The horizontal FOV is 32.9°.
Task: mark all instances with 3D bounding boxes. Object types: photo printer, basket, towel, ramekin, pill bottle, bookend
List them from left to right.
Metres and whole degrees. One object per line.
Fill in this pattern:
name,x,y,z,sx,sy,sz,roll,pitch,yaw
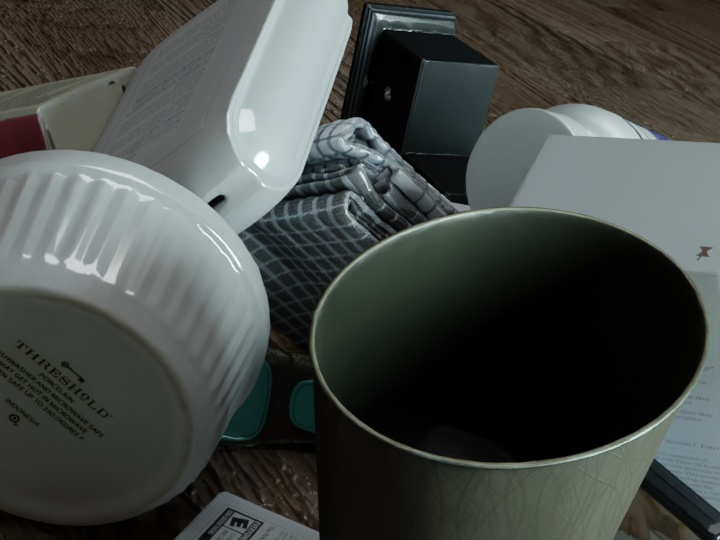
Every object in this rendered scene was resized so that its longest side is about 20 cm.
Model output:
ramekin,-0.153,0.045,0.642,0.200,0.204,0.095,12,36,-1
photo printer,-0.093,-0.083,0.729,0.069,0.166,0.201,44,39,-27
towel,0.000,0.000,0.782,0.165,0.086,0.200,-4,-38,49
bookend,0.062,-0.097,1.037,0.091,0.201,0.200,-1,29,-28
basket,0.049,0.097,0.533,0.179,0.201,0.136,-25,49,-35
pill bottle,0.155,-0.047,0.806,0.111,0.112,0.199,31,13,35

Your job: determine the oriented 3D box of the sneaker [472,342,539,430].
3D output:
sneaker,0.038,0.091,0.662,0.075,0.200,0.071,-26,70,-22

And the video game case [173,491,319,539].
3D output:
video game case,-0.034,0.193,0.581,0.181,0.022,0.200,20,24,15

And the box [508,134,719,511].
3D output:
box,0.161,0.036,0.672,0.123,0.201,0.098,7,47,31

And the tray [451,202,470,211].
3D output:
tray,0.128,0.000,0.895,0.106,0.022,0.200,7,22,-29

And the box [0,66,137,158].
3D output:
box,-0.247,-0.057,0.821,0.198,0.110,0.128,-6,18,22

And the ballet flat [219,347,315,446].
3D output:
ballet flat,-0.057,0.078,0.781,0.198,0.069,0.075,11,2,-19

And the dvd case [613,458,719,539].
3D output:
dvd case,0.116,0.124,0.655,0.017,0.144,0.200,-27,43,-22
